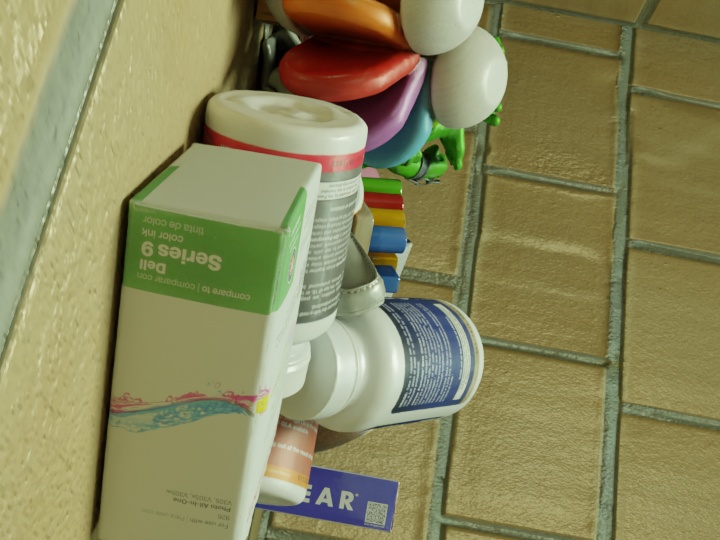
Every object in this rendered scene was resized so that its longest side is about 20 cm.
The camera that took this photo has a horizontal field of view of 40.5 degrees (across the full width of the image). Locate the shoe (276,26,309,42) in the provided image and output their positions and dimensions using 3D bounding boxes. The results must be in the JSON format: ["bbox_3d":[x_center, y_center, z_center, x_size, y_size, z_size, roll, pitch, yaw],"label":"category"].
[{"bbox_3d":[-0.030,-0.270,0.953,0.091,0.071,0.201,-3,-99,63],"label":"shoe"}]

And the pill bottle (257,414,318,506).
[{"bbox_3d":[-0.087,0.102,0.876,0.112,0.112,0.201,103,-2,-71],"label":"pill bottle"}]

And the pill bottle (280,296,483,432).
[{"bbox_3d":[0.010,0.077,0.824,0.200,0.111,0.112,3,98,-54],"label":"pill bottle"}]

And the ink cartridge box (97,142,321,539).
[{"bbox_3d":[-0.085,0.042,0.567,0.145,0.087,0.201,-79,178,-70],"label":"ink cartridge box"}]

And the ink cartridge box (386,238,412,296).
[{"bbox_3d":[-0.034,-0.008,1.297,0.198,0.047,0.201,44,-51,33],"label":"ink cartridge box"}]

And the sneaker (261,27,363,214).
[{"bbox_3d":[-0.055,-0.130,0.867,0.092,0.075,0.200,71,-2,-58],"label":"sneaker"}]

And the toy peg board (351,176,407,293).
[{"bbox_3d":[0.000,0.000,0.983,0.199,0.097,0.201,-120,-144,-59],"label":"toy peg board"}]

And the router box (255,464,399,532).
[{"bbox_3d":[-0.067,0.220,0.993,0.180,0.199,0.049,98,2,-78],"label":"router box"}]

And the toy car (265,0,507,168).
[{"bbox_3d":[0.006,-0.161,0.755,0.150,0.174,0.200,-62,148,-22],"label":"toy car"}]

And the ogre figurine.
[{"bbox_3d":[0.055,-0.147,0.942,0.200,0.119,0.099,154,-70,-71],"label":"ogre figurine"}]

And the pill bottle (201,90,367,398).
[{"bbox_3d":[-0.064,-0.016,0.682,0.111,0.110,0.201,-82,-178,-70],"label":"pill bottle"}]

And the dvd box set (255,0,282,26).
[{"bbox_3d":[-0.054,-0.314,0.848,0.146,0.029,0.201,-83,-176,-77],"label":"dvd box set"}]

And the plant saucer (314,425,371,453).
[{"bbox_3d":[-0.056,0.116,1.008,0.200,0.199,0.035,-81,165,-62],"label":"plant saucer"}]

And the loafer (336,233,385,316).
[{"bbox_3d":[-0.049,-0.031,0.787,0.200,0.070,0.070,38,-40,42],"label":"loafer"}]

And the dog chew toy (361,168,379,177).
[{"bbox_3d":[-0.030,-0.105,1.179,0.125,0.124,0.201,101,-23,-52],"label":"dog chew toy"}]
